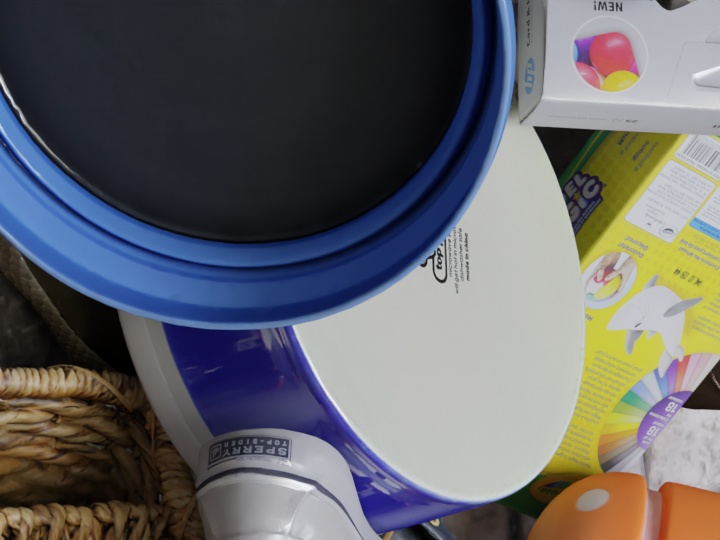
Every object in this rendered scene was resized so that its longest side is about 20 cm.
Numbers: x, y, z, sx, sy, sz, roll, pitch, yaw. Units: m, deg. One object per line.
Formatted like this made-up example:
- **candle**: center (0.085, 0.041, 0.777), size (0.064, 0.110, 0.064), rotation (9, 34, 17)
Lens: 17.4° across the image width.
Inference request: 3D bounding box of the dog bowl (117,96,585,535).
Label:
- **dog bowl**: center (0.000, 0.000, 0.912), size (0.199, 0.078, 0.202), rotation (24, 58, -45)

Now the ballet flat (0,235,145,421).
- **ballet flat**: center (-0.097, -0.002, 0.891), size (0.067, 0.046, 0.200), rotation (-49, 117, -13)

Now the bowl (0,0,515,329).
- **bowl**: center (-0.048, -0.077, 0.756), size (0.039, 0.199, 0.202), rotation (-71, 148, -60)

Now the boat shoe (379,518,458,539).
- **boat shoe**: center (0.002, 0.103, 0.986), size (0.071, 0.091, 0.201), rotation (-42, 123, -23)

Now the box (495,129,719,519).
- **box**: center (0.108, 0.021, 1.043), size (0.117, 0.048, 0.201), rotation (24, 108, -41)

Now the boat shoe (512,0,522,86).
- **boat shoe**: center (0.102, -0.102, 1.014), size (0.199, 0.072, 0.069), rotation (22, 105, -39)

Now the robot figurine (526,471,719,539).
- **robot figurine**: center (0.152, 0.155, 1.034), size (0.117, 0.198, 0.144), rotation (101, 4, -49)

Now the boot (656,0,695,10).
- **boot**: center (0.171, -0.196, 0.856), size (0.149, 0.073, 0.201), rotation (-12, 128, -10)

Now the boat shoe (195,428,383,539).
- **boat shoe**: center (-0.012, 0.129, 0.869), size (0.200, 0.071, 0.066), rotation (70, 19, -57)

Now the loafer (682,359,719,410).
- **loafer**: center (0.194, -0.023, 1.109), size (0.073, 0.071, 0.201), rotation (7, 103, -62)

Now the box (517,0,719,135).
- **box**: center (0.141, -0.156, 0.952), size (0.155, 0.041, 0.202), rotation (2, 76, -10)

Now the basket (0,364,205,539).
- **basket**: center (-0.142, 0.128, 0.821), size (0.199, 0.143, 0.150), rotation (6, 116, -37)
